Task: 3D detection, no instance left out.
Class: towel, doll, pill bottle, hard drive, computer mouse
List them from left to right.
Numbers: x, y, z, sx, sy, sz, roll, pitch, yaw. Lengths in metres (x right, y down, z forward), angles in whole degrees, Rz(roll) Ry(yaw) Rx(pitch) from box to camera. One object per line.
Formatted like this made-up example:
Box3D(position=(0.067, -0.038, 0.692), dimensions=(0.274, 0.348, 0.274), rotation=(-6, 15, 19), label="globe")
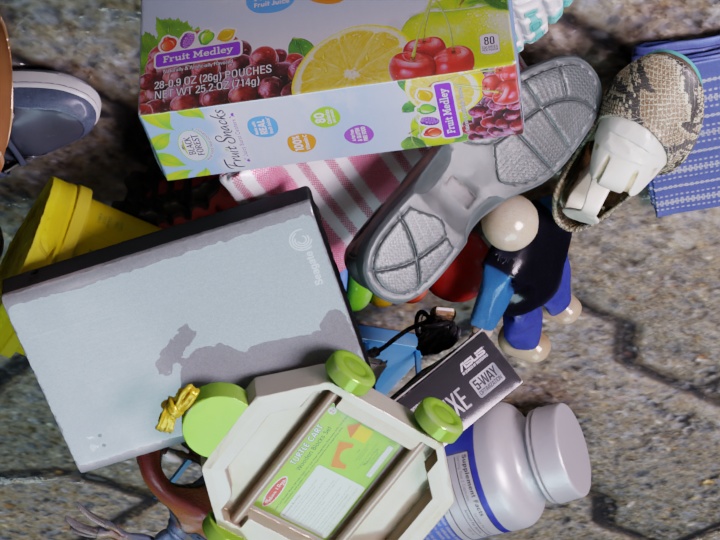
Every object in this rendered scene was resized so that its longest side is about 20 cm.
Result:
Box3D(position=(-0.105, 0.038, 1.202), dimensions=(0.199, 0.033, 0.140), rotation=(-17, 120, 3), label="hard drive")
Box3D(position=(-0.011, 0.092, 1.395), dimensions=(0.199, 0.044, 0.110), rotation=(-33, -178, -10), label="computer mouse")
Box3D(position=(0.018, -0.082, 1.213), dimensions=(0.200, 0.030, 0.146), rotation=(-39, 143, 2), label="towel")
Box3D(position=(0.093, 0.177, 1.666), dimensions=(0.199, 0.113, 0.112), rotation=(-17, 147, 21), label="pill bottle")
Box3D(position=(0.118, 0.004, 1.388), dimensions=(0.048, 0.137, 0.200), rotation=(34, 165, 23), label="doll")
Box3D(position=(0.257, -0.103, 1.298), dimensions=(0.144, 0.024, 0.200), rotation=(-10, 151, 8), label="towel")

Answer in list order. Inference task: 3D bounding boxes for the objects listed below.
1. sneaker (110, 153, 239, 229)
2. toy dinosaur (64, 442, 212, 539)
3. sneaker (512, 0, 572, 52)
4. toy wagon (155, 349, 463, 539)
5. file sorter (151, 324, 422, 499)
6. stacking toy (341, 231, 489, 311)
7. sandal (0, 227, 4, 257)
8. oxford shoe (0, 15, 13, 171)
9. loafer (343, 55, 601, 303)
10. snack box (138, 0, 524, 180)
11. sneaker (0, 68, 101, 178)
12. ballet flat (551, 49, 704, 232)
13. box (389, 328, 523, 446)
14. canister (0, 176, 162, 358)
Box3D(position=(-0.071, -0.050, 1.294), dimensions=(0.199, 0.071, 0.098), rotation=(-19, 138, 22), label="sneaker")
Box3D(position=(-0.101, 0.163, 1.378), dimensions=(0.199, 0.106, 0.182), rotation=(14, 163, 10), label="toy dinosaur")
Box3D(position=(0.032, -0.158, 1.118), dimensions=(0.199, 0.092, 0.078), rotation=(-22, 160, -5), label="sneaker")
Box3D(position=(-0.037, 0.118, 1.214), dimensions=(0.199, 0.040, 0.155), rotation=(30, 113, -20), label="toy wagon")
Box3D(position=(-0.060, 0.121, 1.545), dimensions=(0.199, 0.123, 0.139), rotation=(10, 148, -22), label="file sorter")
Box3D(position=(0.000, 0.000, 1.391), dimensions=(0.199, 0.086, 0.086), rotation=(0, 150, -14), label="stacking toy")
Box3D(position=(-0.292, -0.008, 1.354), dimensions=(0.059, 0.080, 0.206), rotation=(16, 153, -31), label="sandal")
Box3D(position=(-0.239, -0.065, 1.147), dimensions=(0.071, 0.201, 0.071), rotation=(7, -177, -26), label="oxford shoe")
Box3D(position=(0.064, -0.065, 1.209), dimensions=(0.072, 0.200, 0.063), rotation=(51, 169, -23), label="loafer")
Box3D(position=(-0.017, -0.145, 1.047), dimensions=(0.199, 0.170, 0.068), rotation=(-6, 147, 6), label="snack box")
Box3D(position=(-0.259, -0.044, 1.222), dimensions=(0.201, 0.147, 0.077), rotation=(-12, 147, 12), label="sneaker")
Box3D(position=(0.167, -0.070, 1.249), dimensions=(0.068, 0.075, 0.200), rotation=(34, 159, 2), label="ballet flat")
Box3D(position=(0.022, 0.123, 1.383), dimensions=(0.157, 0.050, 0.200), rotation=(-38, 177, -14), label="box")
Box3D(position=(-0.140, 0.031, 1.286), dimensions=(0.199, 0.087, 0.149), rotation=(23, 147, -15), label="canister")
